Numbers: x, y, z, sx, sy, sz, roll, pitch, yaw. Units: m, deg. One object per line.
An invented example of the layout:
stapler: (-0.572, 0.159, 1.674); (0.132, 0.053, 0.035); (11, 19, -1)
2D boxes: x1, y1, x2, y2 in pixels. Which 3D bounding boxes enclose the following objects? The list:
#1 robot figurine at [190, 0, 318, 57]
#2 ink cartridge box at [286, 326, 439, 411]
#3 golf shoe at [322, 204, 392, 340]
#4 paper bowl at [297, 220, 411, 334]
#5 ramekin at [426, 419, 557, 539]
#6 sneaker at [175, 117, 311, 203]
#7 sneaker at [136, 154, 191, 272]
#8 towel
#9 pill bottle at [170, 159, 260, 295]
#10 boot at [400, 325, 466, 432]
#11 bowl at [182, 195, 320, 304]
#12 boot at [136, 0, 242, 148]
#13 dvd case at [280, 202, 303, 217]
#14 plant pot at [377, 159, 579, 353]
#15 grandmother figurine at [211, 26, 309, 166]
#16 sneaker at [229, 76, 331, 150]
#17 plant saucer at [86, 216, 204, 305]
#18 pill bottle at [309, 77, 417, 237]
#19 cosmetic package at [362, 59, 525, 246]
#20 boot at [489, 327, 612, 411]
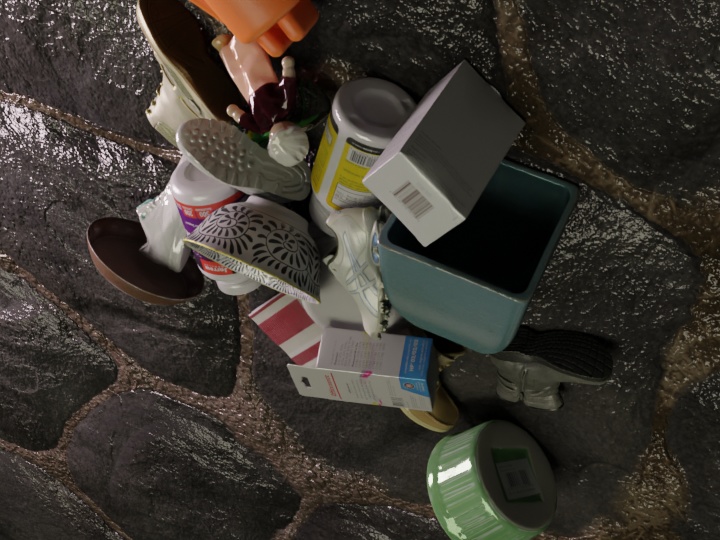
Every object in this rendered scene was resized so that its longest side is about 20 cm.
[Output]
robot figurine: (-0.139, -0.351, 1.336); (0.200, 0.117, 0.144); (49, 169, -17)
ink cartridge box: (0.006, 0.138, 1.598); (0.198, 0.068, 0.115); (5, 152, 11)
golf shoe: (0.000, 0.000, 1.474); (0.096, 0.079, 0.202); (7, 125, 12)
paper bowl: (-0.006, 0.019, 1.599); (0.198, 0.105, 0.202); (11, 135, 11)
ramekin: (0.205, 0.325, 1.709); (0.200, 0.201, 0.097); (44, 131, -12)
sneaker: (-0.162, -0.136, 1.484); (0.199, 0.077, 0.080); (26, 164, -32)
sneaker: (-0.288, -0.093, 1.684); (0.088, 0.075, 0.202); (19, 119, 3)
towel: (-0.076, 0.115, 1.823); (0.200, 0.023, 0.144); (45, 141, -10)
pill bottle: (-0.194, -0.064, 1.617); (0.111, 0.113, 0.201); (9, 134, 26)
boot: (0.111, 0.152, 1.697); (0.200, 0.073, 0.155); (48, 137, -12)
bowl: (-0.125, -0.038, 1.499); (0.199, 0.095, 0.201); (25, 174, 3)
boot: (-0.256, -0.264, 1.535); (0.201, 0.072, 0.154); (55, 147, -6)
dvd case: (-0.158, -0.054, 1.709); (0.199, 0.025, 0.151); (-15, 120, 41)
plant pot: (0.140, -0.008, 1.435); (0.194, 0.197, 0.201); (22, 145, 13)
grandmother figurine: (-0.118, -0.222, 1.419); (0.121, 0.060, 0.201); (-41, 66, 43)
sneaker: (-0.104, -0.196, 1.506); (0.085, 0.079, 0.199); (26, 154, -35)
plant saucer: (-0.336, -0.008, 1.743); (0.199, 0.200, 0.035); (34, 111, 1)
pill bottle: (-0.001, -0.138, 1.453); (0.114, 0.115, 0.201); (29, 140, 6)
cosmetic package: (0.100, -0.140, 1.318); (0.113, 0.200, 0.081); (45, 138, -10)
boot: (0.273, 0.148, 1.597); (0.199, 0.068, 0.131); (12, 140, 35)
